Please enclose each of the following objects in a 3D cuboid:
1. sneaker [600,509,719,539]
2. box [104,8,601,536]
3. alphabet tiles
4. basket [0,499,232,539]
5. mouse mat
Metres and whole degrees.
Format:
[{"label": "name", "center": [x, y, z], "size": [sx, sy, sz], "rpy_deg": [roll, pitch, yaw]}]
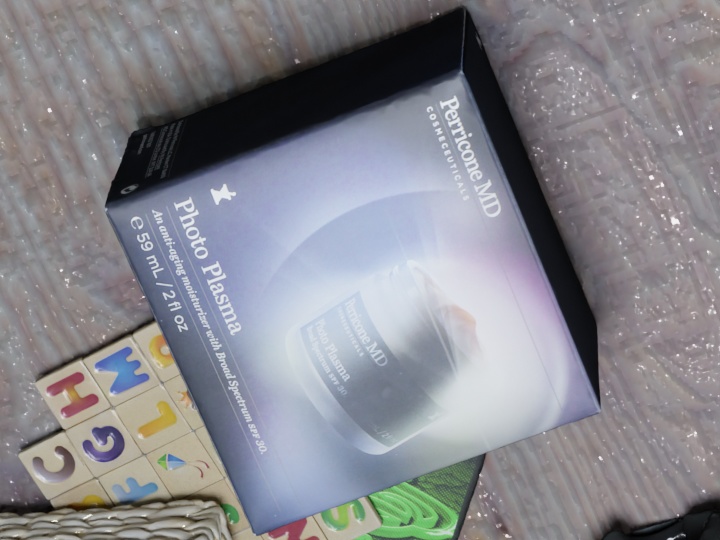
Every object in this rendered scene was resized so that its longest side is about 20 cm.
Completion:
[{"label": "sneaker", "center": [0.215, 0.189, 1.512], "size": [0.199, 0.077, 0.112], "rpy_deg": [4, 123, 14]}, {"label": "box", "center": [0.000, 0.000, 1.431], "size": [0.198, 0.123, 0.201], "rpy_deg": [-21, 109, 9]}, {"label": "alphabet tiles", "center": [-0.085, 0.103, 1.552], "size": [0.200, 0.006, 0.167], "rpy_deg": [-26, 108, 18]}, {"label": "basket", "center": [-0.165, 0.246, 1.537], "size": [0.197, 0.161, 0.201], "rpy_deg": [-4, 116, 14]}, {"label": "mouse mat", "center": [-0.043, 0.133, 1.566], "size": [0.199, 0.008, 0.161], "rpy_deg": [17, 114, 0]}]
